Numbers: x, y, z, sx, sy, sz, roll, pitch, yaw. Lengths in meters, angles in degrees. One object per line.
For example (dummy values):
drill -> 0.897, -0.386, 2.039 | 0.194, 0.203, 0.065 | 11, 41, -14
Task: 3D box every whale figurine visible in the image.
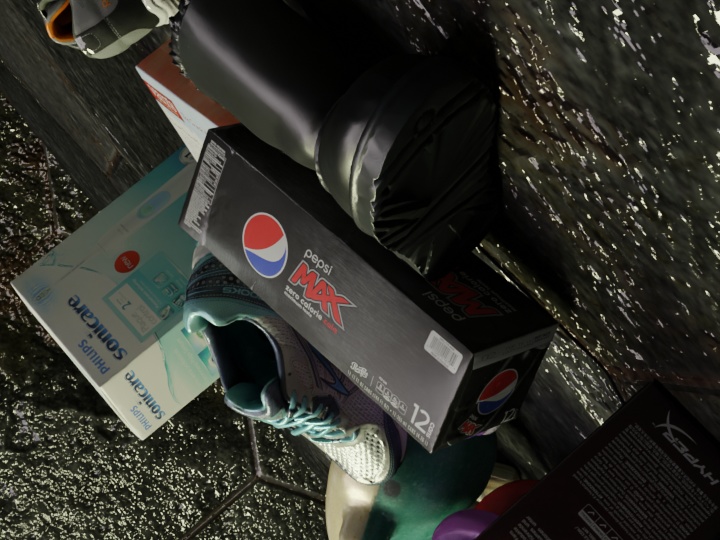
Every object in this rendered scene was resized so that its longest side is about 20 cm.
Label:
whale figurine -> 0.032, 0.154, 1.066 | 0.104, 0.200, 0.159 | 17, -153, 6

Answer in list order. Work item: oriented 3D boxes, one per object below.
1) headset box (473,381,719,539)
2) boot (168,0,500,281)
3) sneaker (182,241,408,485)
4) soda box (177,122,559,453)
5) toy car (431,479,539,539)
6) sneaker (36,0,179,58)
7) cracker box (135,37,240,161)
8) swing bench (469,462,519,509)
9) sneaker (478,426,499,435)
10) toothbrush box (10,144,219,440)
headset box -> 0.088, 0.162, 0.751 | 0.075, 0.200, 0.149 | 47, 169, 19
boot -> -0.018, -0.080, 0.682 | 0.162, 0.073, 0.198 | 42, 176, 16
sneaker -> -0.045, 0.068, 0.923 | 0.078, 0.086, 0.200 | -20, 120, 32
soda box -> 0.000, 0.000, 0.779 | 0.200, 0.071, 0.063 | 41, 127, 29
toy car -> 0.089, 0.209, 0.961 | 0.175, 0.200, 0.150 | 24, 123, 37
sneaker -> -0.184, -0.188, 1.015 | 0.074, 0.079, 0.200 | 54, 171, -30
cracker box -> -0.044, -0.051, 0.957 | 0.134, 0.058, 0.200 | 38, 165, 44
swing bench -> 0.119, 0.259, 1.191 | 0.200, 0.130, 0.199 | 49, 172, 38
sneaker -> 0.020, 0.035, 0.917 | 0.081, 0.083, 0.200 | 37, 164, 52
toothbrush box -> -0.143, 0.008, 1.194 | 0.146, 0.200, 0.085 | 43, 168, 38
